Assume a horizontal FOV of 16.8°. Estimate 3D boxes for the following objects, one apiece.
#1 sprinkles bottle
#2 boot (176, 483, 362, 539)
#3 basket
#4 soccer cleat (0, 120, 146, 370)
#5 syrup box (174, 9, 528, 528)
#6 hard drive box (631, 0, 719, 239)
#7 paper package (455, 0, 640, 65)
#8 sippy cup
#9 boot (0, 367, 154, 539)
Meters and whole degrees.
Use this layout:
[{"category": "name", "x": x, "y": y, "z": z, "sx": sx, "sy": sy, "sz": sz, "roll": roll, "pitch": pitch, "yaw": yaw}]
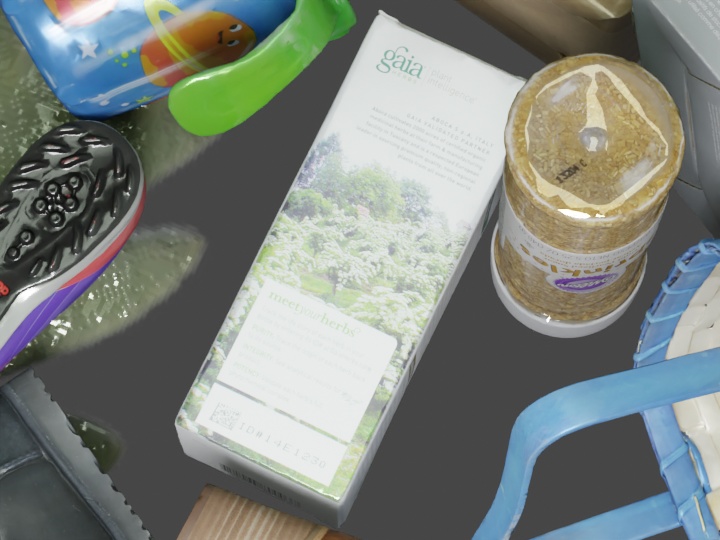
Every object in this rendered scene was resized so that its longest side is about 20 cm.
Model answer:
[{"category": "sprinkles bottle", "x": 0.088, "y": -0.026, "z": 0.988, "sx": 0.068, "sy": 0.200, "sz": 0.069, "roll": 0, "pitch": 76, "yaw": 2}, {"category": "boot", "x": -0.032, "y": 0.197, "z": 0.944, "sx": 0.155, "sy": 0.077, "sz": 0.200, "roll": 27, "pitch": 62, "yaw": 1}, {"category": "basket", "x": 0.146, "y": 0.065, "z": 0.978, "sx": 0.199, "sy": 0.176, "sz": 0.140, "roll": -13, "pitch": 68, "yaw": -10}, {"category": "soccer cleat", "x": -0.167, "y": 0.022, "z": 1.047, "sx": 0.068, "sy": 0.073, "sz": 0.200, "roll": 42, "pitch": 81, "yaw": 12}, {"category": "syrup box", "x": 0.000, "y": 0.000, "z": 1.045, "sx": 0.079, "sy": 0.081, "sz": 0.200, "roll": 25, "pitch": 78, "yaw": 5}, {"category": "hard drive box", "x": 0.219, "y": -0.108, "z": 1.022, "sx": 0.200, "sy": 0.156, "sz": 0.077, "roll": -31, "pitch": 60, "yaw": -7}, {"category": "paper package", "x": 0.095, "y": -0.214, "z": 1.084, "sx": 0.190, "sy": 0.103, "sz": 0.200, "roll": 35, "pitch": 80, "yaw": 11}, {"category": "sippy cup", "x": -0.089, "y": -0.134, "z": 1.057, "sx": 0.130, "sy": 0.178, "sz": 0.140, "roll": -29, "pitch": 103, "yaw": 2}, {"category": "boot", "x": -0.178, "y": 0.158, "z": 1.015, "sx": 0.200, "sy": 0.066, "sz": 0.165, "roll": -34, "pitch": 65, "yaw": -12}]
